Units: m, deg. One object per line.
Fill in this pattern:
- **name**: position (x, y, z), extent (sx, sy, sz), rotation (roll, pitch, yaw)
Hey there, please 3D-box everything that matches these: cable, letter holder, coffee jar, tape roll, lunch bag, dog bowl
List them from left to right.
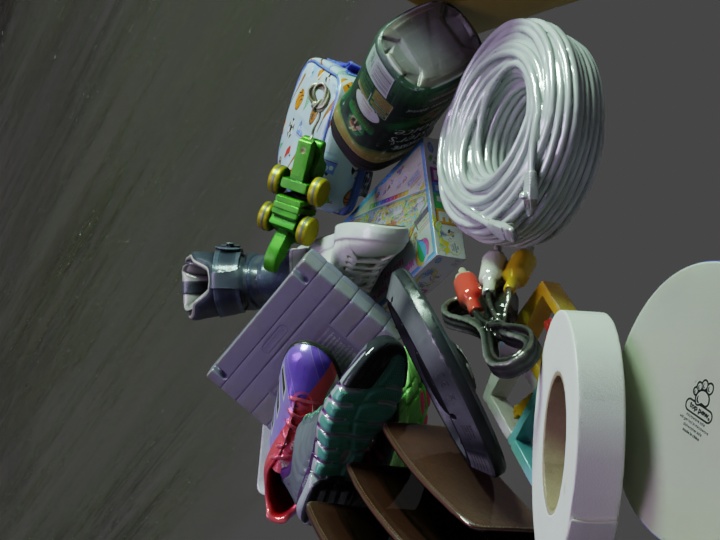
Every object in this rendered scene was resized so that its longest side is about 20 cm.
- **lunch bag**: position (-0.031, -0.153, 1.727), extent (0.200, 0.075, 0.161), rotation (-134, 60, -69)
- **coffee jar**: position (0.040, -0.175, 1.542), extent (0.086, 0.104, 0.200), rotation (55, 156, 8)
- **letter holder**: position (0.049, 0.219, 1.390), extent (0.200, 0.141, 0.101), rotation (44, 121, 59)
- **cable**: position (0.106, 0.036, 1.336), extent (0.200, 0.097, 0.051), rotation (-74, -40, -68)
- **cable**: position (0.140, -0.120, 1.385), extent (0.200, 0.069, 0.201), rotation (15, 90, 66)
- **tape roll**: position (0.160, 0.130, 1.176), extent (0.203, 0.037, 0.204), rotation (-176, 90, -87)
- **dog bowl**: position (0.259, 0.095, 1.074), extent (0.200, 0.078, 0.201), rotation (-29, 56, 58)

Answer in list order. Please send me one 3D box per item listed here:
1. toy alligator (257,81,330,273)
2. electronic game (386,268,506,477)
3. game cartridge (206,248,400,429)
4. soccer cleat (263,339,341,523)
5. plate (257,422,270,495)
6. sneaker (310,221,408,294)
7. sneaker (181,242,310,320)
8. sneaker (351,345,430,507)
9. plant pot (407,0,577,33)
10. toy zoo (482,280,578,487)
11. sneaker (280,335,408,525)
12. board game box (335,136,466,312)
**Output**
- **toy alligator**: position (-0.056, -0.094, 1.622), extent (0.059, 0.054, 0.201), rotation (19, 97, 21)
- **electronic game**: position (0.076, 0.089, 1.378), extent (0.201, 0.041, 0.200), rotation (64, 177, 6)
- **game cartridge**: position (-0.055, 0.083, 1.583), extent (0.200, 0.129, 0.038), rotation (-48, 7, 36)
- **soccer cleat**: position (-0.061, 0.162, 1.566), extent (0.073, 0.068, 0.201), rotation (-59, -18, -55)
- **plate**: position (-0.031, 0.154, 1.652), extent (0.199, 0.032, 0.201), rotation (9, 94, 51)
- **sneaker**: position (0.000, 0.000, 1.572), extent (0.200, 0.072, 0.085), rotation (152, 121, -72)
- **sneaker**: position (-0.119, 0.013, 1.729), extent (0.202, 0.145, 0.077), rotation (61, -158, -83)
- **sneaker**: position (0.013, 0.169, 1.528), extent (0.077, 0.083, 0.201), rotation (-11, -64, -73)
- **plant pot**: position (0.090, -0.347, 1.449), extent (0.200, 0.176, 0.201), rotation (-4, 79, 64)
- **toy zoo**: position (0.161, 0.101, 1.338), extent (0.132, 0.020, 0.200), rotation (-66, 30, 28)
- **sneaker**: position (-0.027, 0.138, 1.488), extent (0.088, 0.074, 0.201), rotation (43, 113, 49)
- **board game box**: position (0.037, -0.027, 1.615), extent (0.200, 0.034, 0.135), rotation (-44, 44, 51)
